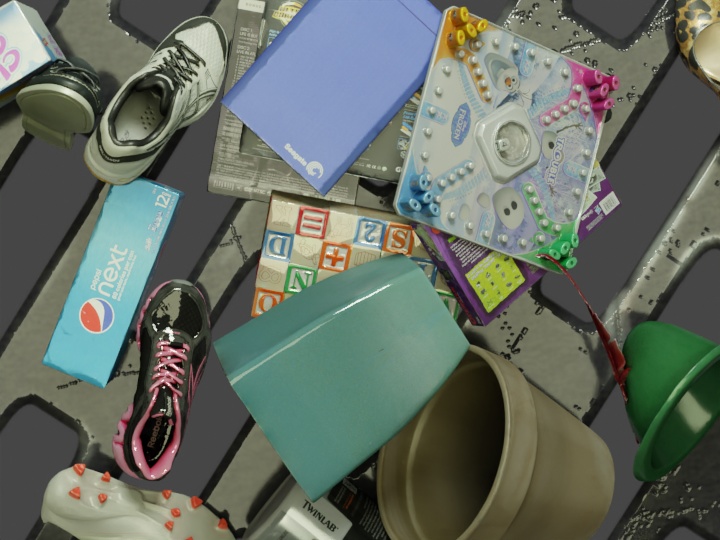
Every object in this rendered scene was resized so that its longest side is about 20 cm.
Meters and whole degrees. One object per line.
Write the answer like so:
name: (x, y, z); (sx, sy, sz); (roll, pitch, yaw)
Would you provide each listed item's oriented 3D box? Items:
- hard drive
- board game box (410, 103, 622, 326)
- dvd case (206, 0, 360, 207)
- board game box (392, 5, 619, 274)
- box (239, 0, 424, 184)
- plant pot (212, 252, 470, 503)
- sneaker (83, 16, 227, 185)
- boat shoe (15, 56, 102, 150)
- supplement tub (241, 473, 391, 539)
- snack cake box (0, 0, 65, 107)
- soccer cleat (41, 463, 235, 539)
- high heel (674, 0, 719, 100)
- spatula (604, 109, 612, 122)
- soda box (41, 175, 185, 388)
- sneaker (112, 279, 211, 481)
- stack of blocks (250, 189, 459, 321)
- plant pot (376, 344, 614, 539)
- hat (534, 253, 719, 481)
hard drive: (-0.017, -0.188, 1.477); (0.132, 0.025, 0.200); (42, 93, -3)
board game box: (0.152, -0.054, 1.509); (0.200, 0.032, 0.121); (-39, 111, -22)
dvd case: (-0.062, -0.163, 1.547); (0.147, 0.016, 0.202); (10, 94, -2)
board game box: (0.142, -0.120, 1.476); (0.198, 0.026, 0.202); (19, 81, -26)
box: (-0.007, -0.172, 1.515); (0.198, 0.046, 0.161); (10, 94, -1)
plant pot: (-0.010, 0.082, 1.453); (0.199, 0.141, 0.142); (-34, 105, -4)
sneaker: (-0.179, -0.167, 1.480); (0.075, 0.088, 0.201); (34, 65, -6)
boat shoe: (-0.270, -0.163, 1.455); (0.074, 0.199, 0.067); (25, 78, -7)
supplement tub: (-0.008, 0.285, 1.523); (0.200, 0.123, 0.123); (40, 92, -3)
snack cake box: (-0.382, -0.171, 1.487); (0.199, 0.115, 0.068); (-32, 94, 1)
soccer cleat: (-0.216, 0.249, 1.549); (0.199, 0.070, 0.078); (24, 134, -15)
high heel: (0.361, -0.195, 1.495); (0.071, 0.143, 0.201); (-26, 94, 0)
spatula: (0.151, -0.173, 1.549); (0.198, 0.021, 0.057); (13, 92, 0)
soda box: (-0.238, 0.006, 1.528); (0.067, 0.064, 0.202); (22, 92, -3)
sneaker: (-0.185, 0.110, 1.517); (0.078, 0.095, 0.202); (10, 94, -12)
stack of blocks: (0.000, 0.000, 1.530); (0.198, 0.059, 0.116); (10, 102, -5)
plant pot: (0.139, 0.190, 1.492); (0.172, 0.200, 0.202); (20, 93, -30)
hat: (0.263, 0.078, 1.541); (0.165, 0.201, 0.176); (-28, 55, -37)
